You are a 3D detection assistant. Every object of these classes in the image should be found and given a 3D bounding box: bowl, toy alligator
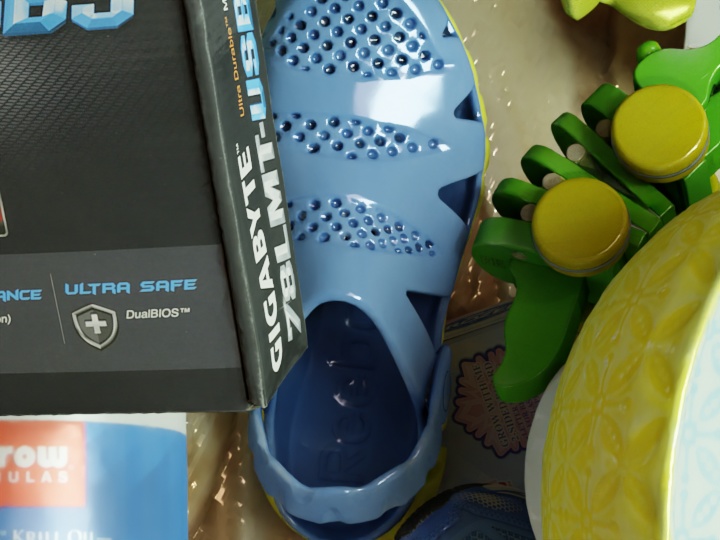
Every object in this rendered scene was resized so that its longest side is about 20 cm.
[{"bbox_3d":[0.115,0.062,0.902,0.200,0.108,0.201,-3,94,-44],"label":"bowl"},{"bbox_3d":[0.093,-0.045,0.954,0.054,0.059,0.200,35,76,23],"label":"toy alligator"}]

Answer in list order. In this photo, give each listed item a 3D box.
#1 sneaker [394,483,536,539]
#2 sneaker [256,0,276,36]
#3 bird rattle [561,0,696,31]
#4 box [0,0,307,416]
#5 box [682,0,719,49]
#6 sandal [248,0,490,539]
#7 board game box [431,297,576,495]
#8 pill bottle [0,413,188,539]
[{"bbox_3d":[0.088,0.147,0.945,0.079,0.089,0.200,-43,92,-3],"label":"sneaker"},{"bbox_3d":[-0.065,-0.130,0.962,0.075,0.081,0.200,-44,108,-32],"label":"sneaker"},{"bbox_3d":[0.039,-0.172,0.981,0.163,0.200,0.113,-9,131,-25],"label":"bird rattle"},{"bbox_3d":[-0.124,-0.060,0.781,0.050,0.200,0.199,-54,140,-62],"label":"box"},{"bbox_3d":[0.157,-0.153,1.084,0.156,0.041,0.200,34,58,-68],"label":"box"},{"bbox_3d":[0.000,0.000,0.943,0.079,0.087,0.200,-1,100,5],"label":"sandal"},{"bbox_3d":[0.131,0.087,0.999,0.041,0.199,0.200,-37,108,-73],"label":"board game box"},{"bbox_3d":[-0.106,0.078,0.883,0.112,0.112,0.200,3,81,-33],"label":"pill bottle"}]
